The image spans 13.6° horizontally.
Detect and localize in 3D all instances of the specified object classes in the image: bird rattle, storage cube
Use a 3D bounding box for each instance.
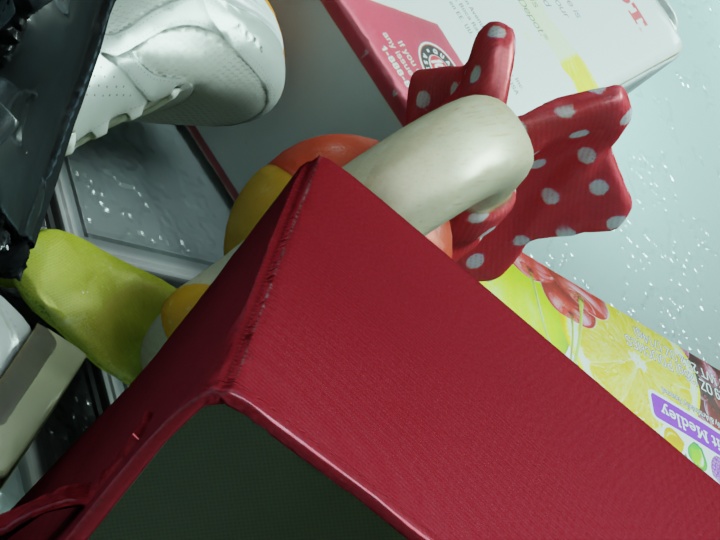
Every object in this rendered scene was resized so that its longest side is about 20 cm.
[{"bbox_3d":[0.000,0.000,0.875,0.113,0.199,0.163,63,-8,3],"label":"bird rattle"},{"bbox_3d":[-0.008,0.106,0.723,0.200,0.171,0.180,39,18,-6],"label":"storage cube"}]

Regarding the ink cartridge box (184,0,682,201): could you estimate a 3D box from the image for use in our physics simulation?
[{"bbox_3d":[0.013,-0.096,1.076,0.146,0.083,0.200,56,33,4],"label":"ink cartridge box"}]

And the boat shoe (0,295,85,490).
[{"bbox_3d":[-0.140,0.067,0.752,0.068,0.075,0.200,34,35,-2],"label":"boat shoe"}]

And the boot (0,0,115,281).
[{"bbox_3d":[-0.086,-0.078,0.822,0.198,0.073,0.163,53,52,-79],"label":"boot"}]

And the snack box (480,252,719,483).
[{"bbox_3d":[0.069,0.101,0.987,0.168,0.068,0.201,29,42,-36],"label":"snack box"}]

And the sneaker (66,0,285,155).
[{"bbox_3d":[-0.103,-0.053,0.912,0.199,0.076,0.092,8,62,-40],"label":"sneaker"}]
